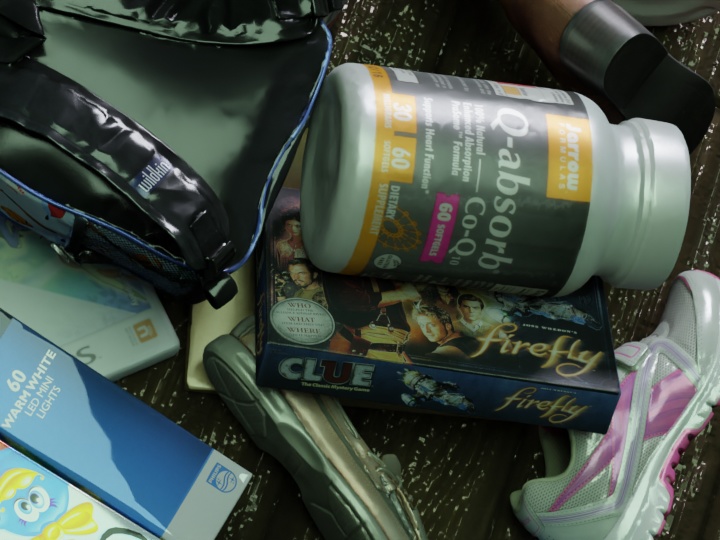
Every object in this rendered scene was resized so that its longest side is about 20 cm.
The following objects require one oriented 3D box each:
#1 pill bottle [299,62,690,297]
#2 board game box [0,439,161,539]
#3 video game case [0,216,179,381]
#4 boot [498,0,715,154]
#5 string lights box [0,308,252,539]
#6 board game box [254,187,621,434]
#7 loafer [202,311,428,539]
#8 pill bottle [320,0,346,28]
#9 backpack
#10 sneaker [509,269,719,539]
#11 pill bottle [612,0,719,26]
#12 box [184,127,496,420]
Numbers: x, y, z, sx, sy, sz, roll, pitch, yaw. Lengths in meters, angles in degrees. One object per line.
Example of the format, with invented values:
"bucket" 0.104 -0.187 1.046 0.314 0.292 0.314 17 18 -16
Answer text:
"pill bottle" 0.073 -0.047 1.540 0.199 0.116 0.117 6 71 -13
"board game box" -0.179 0.166 1.482 0.199 0.103 0.105 32 72 -6
"video game case" -0.224 -0.009 1.584 0.182 0.022 0.201 -23 78 -18
"boot" 0.108 -0.144 1.661 0.200 0.188 0.069 41 96 31
"string lights box" -0.165 0.082 1.506 0.199 0.103 0.059 34 74 -9
"board game box" 0.040 0.021 1.568 0.199 0.035 0.136 8 40 -10
"loafer" -0.006 0.106 1.562 0.063 0.072 0.200 -37 89 -22
"pill bottle" -0.044 -0.210 1.593 0.115 0.200 0.117 4 71 -11
"backpack" -0.132 -0.092 1.539 0.190 0.154 0.201 26 67 -12
"sneaker" 0.151 0.080 1.604 0.088 0.081 0.201 28 68 -4
"pill bottle" 0.179 -0.261 1.706 0.111 0.112 0.201 6 70 -10
"box" 0.000 0.000 1.629 0.199 0.021 0.165 6 72 -11
